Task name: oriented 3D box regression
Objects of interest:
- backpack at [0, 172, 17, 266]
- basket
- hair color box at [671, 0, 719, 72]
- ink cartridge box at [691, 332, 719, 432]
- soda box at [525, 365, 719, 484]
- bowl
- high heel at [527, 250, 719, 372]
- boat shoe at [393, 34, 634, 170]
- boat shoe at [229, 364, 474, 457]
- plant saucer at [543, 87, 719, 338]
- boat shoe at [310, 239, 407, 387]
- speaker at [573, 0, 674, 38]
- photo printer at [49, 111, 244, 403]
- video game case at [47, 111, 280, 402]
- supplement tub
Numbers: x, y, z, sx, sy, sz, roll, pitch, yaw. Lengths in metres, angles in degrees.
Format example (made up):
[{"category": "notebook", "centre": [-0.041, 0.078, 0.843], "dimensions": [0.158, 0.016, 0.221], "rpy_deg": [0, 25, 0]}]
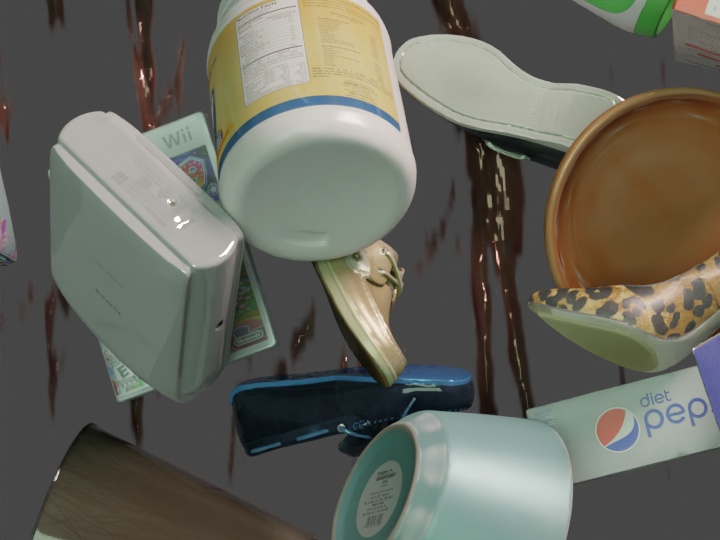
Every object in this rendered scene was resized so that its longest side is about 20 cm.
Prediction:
[{"category": "backpack", "centre": [-0.362, -0.064, 1.325], "dimensions": [0.152, 0.200, 0.178], "rpy_deg": [-15, 82, 8]}, {"category": "basket", "centre": [-0.143, 0.231, 1.298], "dimensions": [0.198, 0.136, 0.182], "rpy_deg": [16, 66, 7]}, {"category": "hair color box", "centre": [0.285, -0.180, 1.215], "dimensions": [0.110, 0.200, 0.065], "rpy_deg": [19, 90, 11]}, {"category": "ink cartridge box", "centre": [0.338, 0.105, 1.183], "dimensions": [0.047, 0.199, 0.200], "rpy_deg": [-12, 101, 52]}, {"category": "soda box", "centre": [0.227, 0.111, 1.270], "dimensions": [0.198, 0.068, 0.064], "rpy_deg": [-15, 81, 9]}, {"category": "bowl", "centre": [0.051, 0.182, 1.207], "dimensions": [0.104, 0.201, 0.202], "rpy_deg": [26, 91, -22]}, {"category": "high heel", "centre": [0.230, 0.002, 1.240], "dimensions": [0.198, 0.072, 0.144], "rpy_deg": [13, 66, 8]}, {"category": "boat shoe", "centre": [0.117, -0.122, 1.313], "dimensions": [0.198, 0.060, 0.076], "rpy_deg": [25, 71, 13]}, {"category": "boat shoe", "centre": [-0.003, 0.112, 1.318], "dimensions": [0.198, 0.084, 0.070], "rpy_deg": [-5, 92, 26]}, {"category": "plant saucer", "centre": [0.230, -0.038, 1.264], "dimensions": [0.198, 0.037, 0.203], "rpy_deg": [-2, 104, -9]}, {"category": "boat shoe", "centre": [0.000, 0.000, 1.292], "dimensions": [0.064, 0.072, 0.201], "rpy_deg": [-24, 49, -3]}, {"category": "speaker", "centre": [0.160, -0.261, 1.304], "dimensions": [0.199, 0.088, 0.089], "rpy_deg": [32, 92, 11]}, {"category": "photo printer", "centre": [-0.165, -0.001, 1.275], "dimensions": [0.069, 0.201, 0.166], "rpy_deg": [-36, 67, -30]}, {"category": "video game case", "centre": [-0.161, -0.011, 1.377], "dimensions": [0.142, 0.018, 0.202], "rpy_deg": [-20, 82, 9]}, {"category": "supplement tub", "centre": [-0.041, -0.123, 1.265], "dimensions": [0.143, 0.145, 0.201], "rpy_deg": [-17, 48, 9]}]
